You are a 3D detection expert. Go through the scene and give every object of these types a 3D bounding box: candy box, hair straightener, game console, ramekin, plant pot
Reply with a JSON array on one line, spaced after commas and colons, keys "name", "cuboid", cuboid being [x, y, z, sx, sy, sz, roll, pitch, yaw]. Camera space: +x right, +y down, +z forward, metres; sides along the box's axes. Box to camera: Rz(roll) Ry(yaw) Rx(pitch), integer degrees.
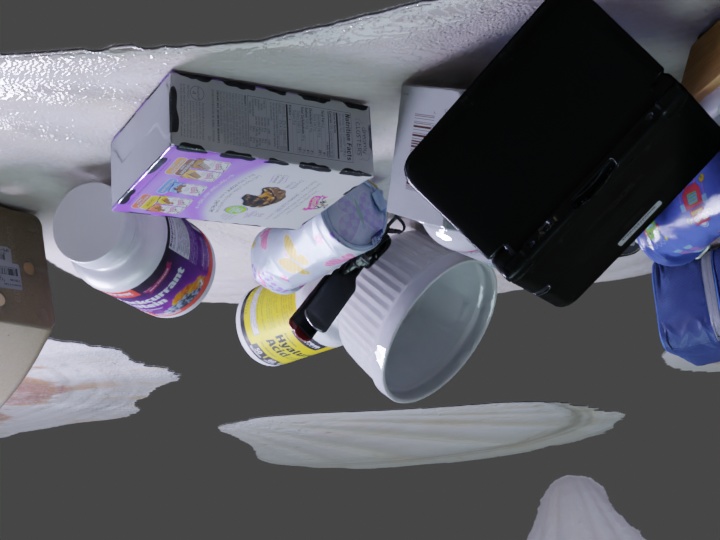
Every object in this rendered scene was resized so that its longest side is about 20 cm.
[{"name": "candy box", "cuboid": [-0.111, -0.103, 1.151, 0.197, 0.073, 0.167, 6, 161, -29]}, {"name": "hair straightener", "cuboid": [0.000, 0.000, 1.402, 0.200, 0.041, 0.077, -45, -170, -36]}, {"name": "game console", "cuboid": [0.167, -0.093, 1.010, 0.200, 0.117, 0.175, -47, 145, 14]}, {"name": "ramekin", "cuboid": [0.062, 0.048, 1.510, 0.105, 0.202, 0.199, 35, -172, 33]}, {"name": "plant pot", "cuboid": [-0.437, 0.026, 1.332, 0.176, 0.203, 0.198, -30, 152, 32]}]

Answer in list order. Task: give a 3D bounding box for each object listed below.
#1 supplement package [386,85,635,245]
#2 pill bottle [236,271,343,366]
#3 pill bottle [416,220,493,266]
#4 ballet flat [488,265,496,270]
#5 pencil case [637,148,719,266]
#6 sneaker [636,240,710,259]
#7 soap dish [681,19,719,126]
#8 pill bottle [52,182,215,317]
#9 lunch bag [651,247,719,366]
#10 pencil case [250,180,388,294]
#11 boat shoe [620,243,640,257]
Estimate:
[{"name": "supplement package", "cuboid": [0.140, -0.093, 1.105, 0.197, 0.119, 0.117, 3, -172, -25]}, {"name": "pill bottle", "cuboid": [-0.064, 0.052, 1.631, 0.110, 0.113, 0.199, 10, 158, -41]}, {"name": "pill bottle", "cuboid": [0.127, -0.066, 1.273, 0.108, 0.111, 0.199, -14, 161, 32]}, {"name": "ballet flat", "cuboid": [0.197, -0.032, 1.497, 0.197, 0.073, 0.071, 6, 161, -32]}, {"name": "pencil case", "cuboid": [0.317, -0.068, 1.076, 0.086, 0.079, 0.200, -18, 170, -25]}, {"name": "sneaker", "cuboid": [0.340, -0.052, 1.418, 0.199, 0.073, 0.072, 7, 122, -50]}, {"name": "soap dish", "cuboid": [0.362, -0.179, 0.991, 0.155, 0.083, 0.200, 0, 163, -15]}, {"name": "pill bottle", "cuboid": [-0.239, -0.024, 1.319, 0.110, 0.113, 0.200, -8, 164, 15]}, {"name": "lunch bag", "cuboid": [0.497, 0.050, 1.719, 0.131, 0.138, 0.199, -13, 162, 31]}, {"name": "pencil case", "cuboid": [-0.048, -0.038, 1.377, 0.091, 0.083, 0.199, -46, -171, -34]}, {"name": "boat shoe", "cuboid": [0.266, -0.038, 1.445, 0.198, 0.063, 0.073, 12, 121, -38]}]
